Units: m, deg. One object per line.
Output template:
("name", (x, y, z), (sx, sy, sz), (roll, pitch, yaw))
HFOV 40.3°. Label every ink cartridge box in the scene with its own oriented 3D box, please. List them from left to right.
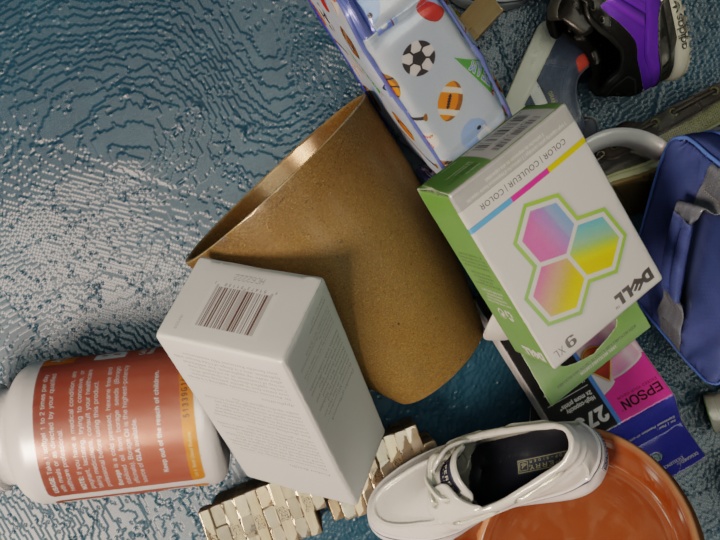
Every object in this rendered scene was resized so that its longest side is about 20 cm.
("ink cartridge box", (0.137, -0.004, 0.682), (0.103, 0.059, 0.201), (-37, 108, -11))
("ink cartridge box", (0.178, 0.083, 0.783), (0.094, 0.037, 0.201), (-28, 62, -2))

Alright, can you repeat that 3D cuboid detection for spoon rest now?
("spoon rest", (0.153, -0.030, 0.758), (0.060, 0.099, 0.201), (38, 90, 13))

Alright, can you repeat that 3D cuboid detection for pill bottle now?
("pill bottle", (-0.208, 0.122, 0.776), (0.197, 0.112, 0.114), (-6, 89, -2))

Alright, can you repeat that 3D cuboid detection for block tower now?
("block tower", (-0.031, 0.181, 0.810), (0.198, 0.058, 0.055), (-21, 90, -4))

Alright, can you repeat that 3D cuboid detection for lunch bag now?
("lunch bag", (0.030, -0.157, 0.722), (0.075, 0.160, 0.201), (-36, 125, -1))
("lunch bag", (0.289, -0.021, 0.735), (0.131, 0.201, 0.136), (-18, 45, -18))

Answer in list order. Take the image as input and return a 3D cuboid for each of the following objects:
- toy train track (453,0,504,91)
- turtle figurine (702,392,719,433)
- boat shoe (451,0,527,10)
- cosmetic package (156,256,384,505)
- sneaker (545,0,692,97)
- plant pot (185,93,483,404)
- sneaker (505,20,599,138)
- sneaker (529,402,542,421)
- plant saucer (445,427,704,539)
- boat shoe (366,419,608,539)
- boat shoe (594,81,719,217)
("toy train track", (0.051, -0.218, 0.827), (0.115, 0.032, 0.201), (-42, 83, 30))
("turtle figurine", (0.395, 0.116, 0.815), (0.192, 0.201, 0.145), (-22, 113, 18))
("boat shoe", (0.166, -0.270, 0.816), (0.198, 0.068, 0.073), (-13, 89, -2))
("cosmetic package", (-0.057, 0.085, 0.713), (0.100, 0.201, 0.072), (10, 54, 23))
("sneaker", (0.183, -0.226, 0.752), (0.099, 0.070, 0.202), (-24, 105, -12))
("plant pot", (0.000, 0.000, 0.764), (0.186, 0.186, 0.200), (-44, 101, -2))
("sneaker", (0.146, -0.102, 0.809), (0.084, 0.075, 0.202), (25, 88, 3))
("sneaker", (0.170, 0.157, 0.814), (0.071, 0.083, 0.202), (13, 64, 19))
("plant saucer", (0.149, 0.213, 0.698), (0.199, 0.032, 0.203), (-16, 62, 32))
("boat shoe", (0.078, 0.149, 0.717), (0.199, 0.065, 0.074), (-28, 55, 25))
("boat shoe", (0.233, -0.093, 0.820), (0.198, 0.073, 0.065), (-23, 62, 7))
